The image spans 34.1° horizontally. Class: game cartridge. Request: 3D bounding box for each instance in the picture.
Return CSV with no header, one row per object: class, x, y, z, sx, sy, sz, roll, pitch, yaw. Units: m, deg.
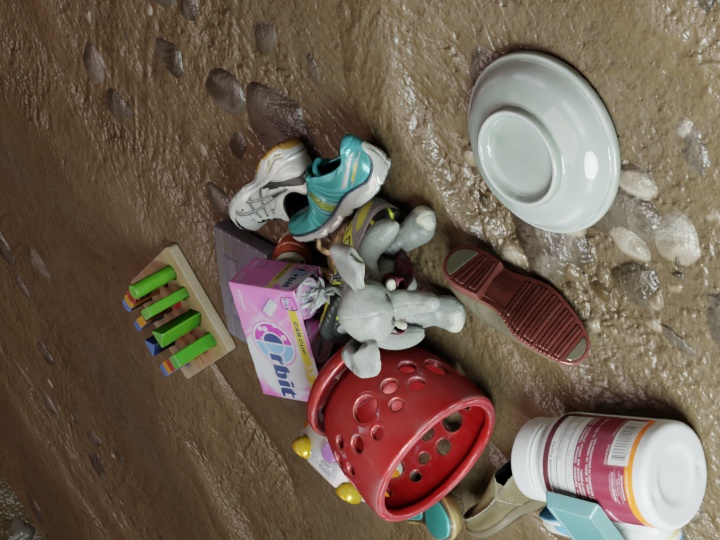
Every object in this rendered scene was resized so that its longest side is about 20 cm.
game cartridge,-0.165,0.031,1.784,0.129,0.038,0.202,32,137,40

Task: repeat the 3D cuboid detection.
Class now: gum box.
gum box,-0.095,0.089,1.609,0.112,0.066,0.202,8,126,33

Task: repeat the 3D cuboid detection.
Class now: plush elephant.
plush elephant,0.028,0.032,1.369,0.155,0.197,0.167,-113,11,-72

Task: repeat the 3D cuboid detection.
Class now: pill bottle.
pill bottle,0.269,0.217,1.296,0.199,0.114,0.115,-3,112,52

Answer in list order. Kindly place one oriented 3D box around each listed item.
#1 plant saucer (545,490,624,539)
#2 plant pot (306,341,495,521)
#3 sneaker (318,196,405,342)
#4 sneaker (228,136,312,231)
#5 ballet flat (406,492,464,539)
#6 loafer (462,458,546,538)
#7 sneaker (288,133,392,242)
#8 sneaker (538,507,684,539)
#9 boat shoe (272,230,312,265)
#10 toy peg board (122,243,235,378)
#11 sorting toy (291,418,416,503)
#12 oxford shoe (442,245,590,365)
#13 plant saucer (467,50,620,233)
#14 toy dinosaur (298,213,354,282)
plant saucer,0.271,0.311,1.311,0.069,0.019,0.200,7,146,44
plant pot,0.043,0.183,1.489,0.182,0.199,0.202,44,143,30
sneaker,0.000,0.000,1.490,0.202,0.075,0.077,-65,31,19
sneaker,-0.116,-0.092,1.592,0.088,0.075,0.200,54,146,9
ballet flat,0.106,0.321,1.595,0.200,0.062,0.070,180,85,-70
loafer,0.191,0.277,1.480,0.068,0.076,0.200,55,136,7
sneaker,-0.037,-0.106,1.470,0.079,0.078,0.200,36,137,-12
sneaker,0.288,0.301,1.370,0.199,0.076,0.081,-6,117,57
boat shoe,-0.098,0.036,1.679,0.063,0.070,0.202,-94,3,-50
toy peg board,-0.333,0.090,1.982,0.201,0.097,0.199,60,145,1
sorting toy,0.001,0.213,1.674,0.200,0.106,0.181,39,122,27
oxford shoe,0.181,0.047,1.343,0.200,0.070,0.075,40,166,27
plant saucer,0.176,-0.125,1.221,0.199,0.050,0.202,31,136,36
toy dinosaur,-0.028,0.004,1.568,0.100,0.058,0.202,17,128,43
